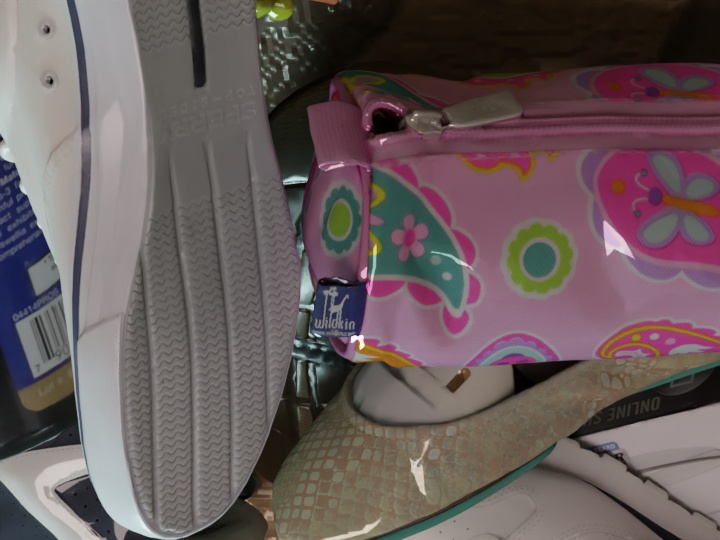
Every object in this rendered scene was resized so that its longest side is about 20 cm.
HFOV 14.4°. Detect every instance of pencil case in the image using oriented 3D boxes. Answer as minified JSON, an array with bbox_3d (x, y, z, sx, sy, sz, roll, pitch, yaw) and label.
[{"bbox_3d":[0.080,-0.019,0.810,0.199,0.088,0.088,-2,126,-9],"label":"pencil case"}]

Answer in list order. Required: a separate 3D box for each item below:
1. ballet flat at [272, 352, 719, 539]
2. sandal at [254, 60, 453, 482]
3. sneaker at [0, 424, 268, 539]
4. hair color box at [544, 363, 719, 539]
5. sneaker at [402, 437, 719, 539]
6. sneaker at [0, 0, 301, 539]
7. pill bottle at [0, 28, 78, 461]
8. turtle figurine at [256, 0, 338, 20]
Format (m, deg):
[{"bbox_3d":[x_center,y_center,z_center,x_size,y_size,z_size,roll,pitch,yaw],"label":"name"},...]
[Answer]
[{"bbox_3d":[0.053,0.018,0.872,0.200,0.067,0.062,-26,121,-16],"label":"ballet flat"},{"bbox_3d":[0.000,0.000,0.921,0.082,0.055,0.200,12,140,7],"label":"sandal"},{"bbox_3d":[-0.096,0.107,0.994,0.129,0.080,0.200,17,116,11],"label":"sneaker"},{"bbox_3d":[0.116,0.114,0.964,0.111,0.064,0.200,-16,121,24],"label":"hair color box"},{"bbox_3d":[0.075,0.114,0.886,0.200,0.081,0.077,20,128,1],"label":"sneaker"},{"bbox_3d":[-0.065,-0.026,0.798,0.071,0.073,0.201,11,106,45],"label":"sneaker"},{"bbox_3d":[-0.141,-0.047,0.848,0.112,0.112,0.200,-5,123,16],"label":"pill bottle"},{"bbox_3d":[0.004,-0.133,0.801,0.161,0.064,0.200,6,131,9],"label":"turtle figurine"}]
